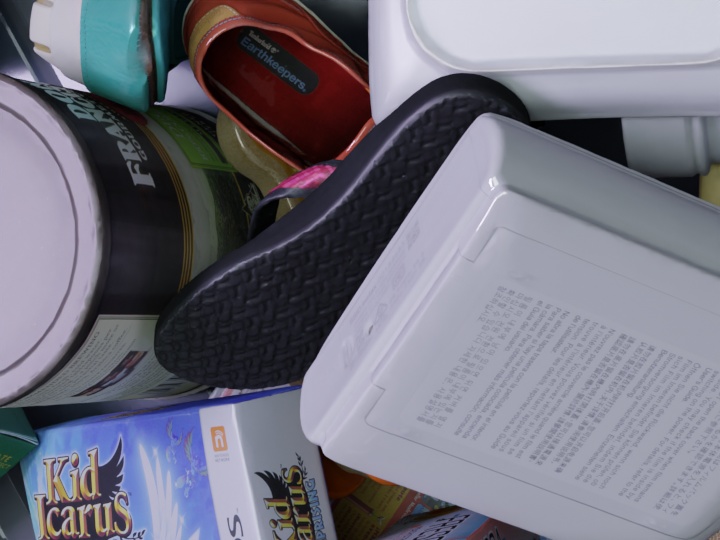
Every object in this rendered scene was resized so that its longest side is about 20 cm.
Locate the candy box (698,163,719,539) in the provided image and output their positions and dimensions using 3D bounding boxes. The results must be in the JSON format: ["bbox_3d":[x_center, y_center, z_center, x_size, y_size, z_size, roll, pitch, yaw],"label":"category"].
[{"bbox_3d":[0.209,0.051,1.109,0.116,0.056,0.201,3,93,15],"label":"candy box"}]

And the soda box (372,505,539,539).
[{"bbox_3d":[0.033,0.148,1.070,0.063,0.200,0.069,-14,91,16],"label":"soda box"}]

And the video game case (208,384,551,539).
[{"bbox_3d":[0.009,0.115,1.188,0.200,0.017,0.143,36,102,11],"label":"video game case"}]

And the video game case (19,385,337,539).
[{"bbox_3d":[-0.080,0.153,1.145,0.200,0.045,0.182,-12,89,53],"label":"video game case"}]

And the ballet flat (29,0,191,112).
[{"bbox_3d":[-0.112,-0.109,1.113,0.070,0.200,0.068,2,100,2],"label":"ballet flat"}]

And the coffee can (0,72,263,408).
[{"bbox_3d":[-0.137,-0.011,1.118,0.146,0.200,0.147,0,89,21],"label":"coffee can"}]

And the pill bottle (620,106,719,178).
[{"bbox_3d":[0.211,-0.090,1.038,0.199,0.113,0.114,-2,93,10],"label":"pill bottle"}]

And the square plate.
[{"bbox_3d":[0.091,-0.159,0.989,0.198,0.028,0.201,-1,98,18],"label":"square plate"}]

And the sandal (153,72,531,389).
[{"bbox_3d":[-0.008,-0.018,1.046,0.200,0.045,0.075,-41,127,23],"label":"sandal"}]

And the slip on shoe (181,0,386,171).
[{"bbox_3d":[0.005,-0.053,1.074,0.200,0.061,0.074,37,111,-10],"label":"slip on shoe"}]

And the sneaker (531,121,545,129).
[{"bbox_3d":[0.052,-0.124,1.140,0.081,0.075,0.201,13,90,24],"label":"sneaker"}]

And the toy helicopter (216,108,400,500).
[{"bbox_3d":[0.000,0.000,1.132,0.079,0.132,0.200,-19,99,54],"label":"toy helicopter"}]

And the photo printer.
[{"bbox_3d":[0.099,0.037,1.030,0.200,0.070,0.167,21,122,-20],"label":"photo printer"}]

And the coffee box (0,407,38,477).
[{"bbox_3d":[-0.262,0.096,1.226,0.200,0.044,0.123,-39,59,16],"label":"coffee box"}]
